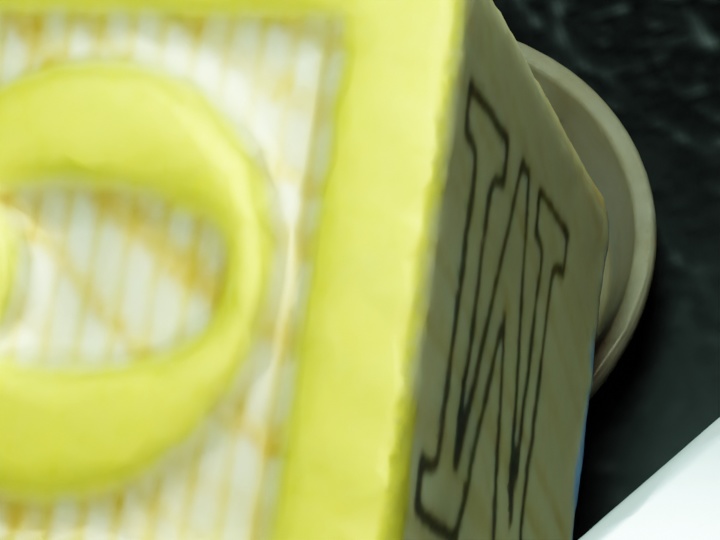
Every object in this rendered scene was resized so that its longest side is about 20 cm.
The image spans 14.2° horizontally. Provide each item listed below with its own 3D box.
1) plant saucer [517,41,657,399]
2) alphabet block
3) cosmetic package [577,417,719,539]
[{"bbox_3d":[0.000,0.000,0.958,0.199,0.030,0.201,-6,54,8],"label":"plant saucer"},{"bbox_3d":[-0.048,0.032,0.804,0.194,0.200,0.198,2,73,16],"label":"alphabet block"},{"bbox_3d":[0.129,0.146,0.732,0.200,0.168,0.166,-39,57,-16],"label":"cosmetic package"}]
